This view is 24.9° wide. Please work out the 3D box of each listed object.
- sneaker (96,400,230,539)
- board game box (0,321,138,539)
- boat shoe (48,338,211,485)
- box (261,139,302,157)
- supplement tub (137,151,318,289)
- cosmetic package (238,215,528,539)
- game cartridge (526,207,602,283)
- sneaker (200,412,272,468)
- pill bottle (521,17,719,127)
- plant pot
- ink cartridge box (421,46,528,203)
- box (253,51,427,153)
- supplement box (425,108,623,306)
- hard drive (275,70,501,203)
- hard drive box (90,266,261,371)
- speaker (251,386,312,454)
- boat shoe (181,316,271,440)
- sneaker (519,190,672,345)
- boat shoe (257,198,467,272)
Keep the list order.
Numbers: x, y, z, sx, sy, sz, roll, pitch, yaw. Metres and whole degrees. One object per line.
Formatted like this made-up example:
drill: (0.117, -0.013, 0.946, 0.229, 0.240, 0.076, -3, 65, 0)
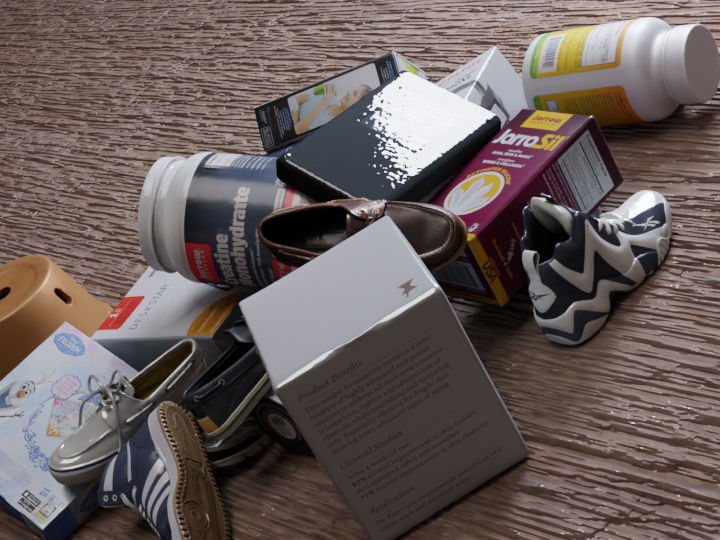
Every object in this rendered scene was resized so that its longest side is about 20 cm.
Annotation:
sneaker: (-0.194, 0.235, 1.591, 0.108, 0.070, 0.201, -42, 43, 21)
board game box: (-0.324, 0.173, 1.767, 0.199, 0.044, 0.199, 29, 63, 35)
boat shoe: (-0.243, 0.135, 1.681, 0.201, 0.087, 0.075, -33, 38, -15)
box: (-0.137, -0.067, 1.991, 0.198, 0.079, 0.142, -20, 28, 19)
supplement tub: (-0.122, -0.052, 1.738, 0.198, 0.141, 0.141, 5, 41, 18)
cosmetic package: (0.020, 0.097, 1.462, 0.166, 0.201, 0.167, -30, 29, -1)
game cartridge: (0.185, -0.058, 1.718, 0.132, 0.042, 0.201, -22, 30, 8)
sneaker: (-0.108, 0.114, 1.671, 0.073, 0.088, 0.200, 11, 49, 50)
pill bottle: (0.286, -0.215, 1.787, 0.199, 0.112, 0.111, -3, 39, 40)
plant pot: (-0.389, 0.079, 1.936, 0.198, 0.141, 0.201, -22, 31, 14)
ink cartridge box: (0.097, -0.144, 1.837, 0.145, 0.083, 0.201, -29, 21, 38)
box: (-0.018, -0.199, 2.037, 0.198, 0.061, 0.116, -19, -14, 21)
supplement box: (0.153, -0.066, 1.637, 0.200, 0.086, 0.110, -44, 31, -23)
hard drive: (0.030, -0.125, 1.671, 0.139, 0.033, 0.200, 30, 50, 30)
hard drive box: (-0.183, 0.055, 1.845, 0.199, 0.077, 0.156, -5, 37, 39)
speaker: (-0.022, 0.086, 1.644, 0.081, 0.082, 0.200, 3, 43, 45)
boat shoe: (-0.099, 0.069, 1.584, 0.201, 0.062, 0.075, -52, 15, -9)
sneaker: (0.219, -0.040, 1.561, 0.199, 0.130, 0.079, -44, 33, -22)
boat shoe: (-0.001, -0.032, 1.541, 0.198, 0.070, 0.071, -4, 74, 22)
